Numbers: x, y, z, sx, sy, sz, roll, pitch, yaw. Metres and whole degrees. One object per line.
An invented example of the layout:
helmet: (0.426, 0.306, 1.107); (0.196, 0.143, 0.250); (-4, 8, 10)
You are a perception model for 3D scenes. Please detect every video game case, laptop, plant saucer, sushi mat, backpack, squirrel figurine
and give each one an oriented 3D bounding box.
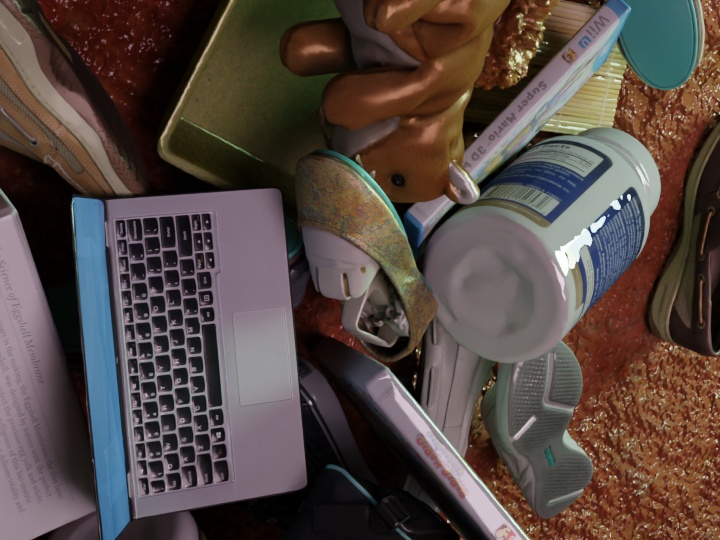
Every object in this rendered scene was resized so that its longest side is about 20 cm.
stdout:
video game case: (0.046, 0.126, 1.279); (0.023, 0.200, 0.182); (-41, 100, -7)
laptop: (-0.092, 0.048, 1.107); (0.199, 0.116, 0.188); (-6, 92, -35)
video game case: (0.101, -0.092, 1.319); (0.200, 0.018, 0.143); (-47, 174, -6)
plant saucer: (-0.028, -0.133, 1.249); (0.199, 0.048, 0.201); (26, 90, -43)
sushi mat: (0.119, -0.148, 1.388); (0.199, 0.012, 0.096); (4, 108, -40)
backpack: (0.021, 0.227, 1.260); (0.154, 0.175, 0.200); (-55, 166, 0)
squirrel figurine: (0.052, -0.135, 1.194); (0.199, 0.141, 0.187); (-27, 130, -25)

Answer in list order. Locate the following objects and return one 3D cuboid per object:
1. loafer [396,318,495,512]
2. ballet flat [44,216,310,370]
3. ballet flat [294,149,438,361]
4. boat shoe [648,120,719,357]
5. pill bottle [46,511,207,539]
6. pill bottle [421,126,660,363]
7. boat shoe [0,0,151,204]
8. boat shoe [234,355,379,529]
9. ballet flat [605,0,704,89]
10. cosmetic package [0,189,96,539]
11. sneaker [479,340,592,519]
loafer: (0.047, 0.099, 1.409); (0.069, 0.070, 0.201); (16, 100, -6)
ballet flat: (-0.120, 0.028, 1.222); (0.199, 0.073, 0.073); (-21, 122, -16)
ballet flat: (0.000, 0.000, 1.225); (0.071, 0.071, 0.200); (-50, 150, -11)
boat shoe: (0.293, -0.029, 1.544); (0.072, 0.072, 0.201); (13, 100, -42)
pill bottle: (-0.125, 0.246, 1.290); (0.112, 0.112, 0.201); (-40, 129, -19)
pill bottle: (0.134, -0.026, 1.359); (0.200, 0.110, 0.112); (-40, 133, -50)
boat shoe: (-0.193, -0.097, 1.126); (0.076, 0.072, 0.200); (-29, 130, 5)
boat shoe: (-0.039, 0.157, 1.359); (0.091, 0.071, 0.201); (-37, 123, -17)
ballet flat: (0.197, -0.221, 1.384); (0.067, 0.063, 0.201); (-15, 126, 17)
cosmetic package: (-0.267, 0.064, 1.066); (0.199, 0.123, 0.200); (-22, 123, -16)
sneaker: (0.117, 0.102, 1.431); (0.070, 0.080, 0.201); (-32, 143, -16)
